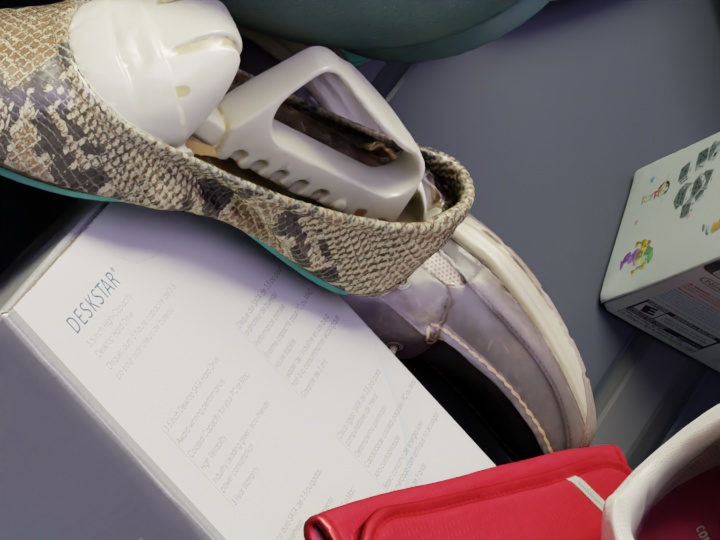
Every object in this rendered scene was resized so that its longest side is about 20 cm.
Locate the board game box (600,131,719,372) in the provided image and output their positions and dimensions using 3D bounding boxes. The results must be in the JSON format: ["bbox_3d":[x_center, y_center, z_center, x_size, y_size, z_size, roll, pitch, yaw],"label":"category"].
[{"bbox_3d":[0.203,-0.003,0.952,0.147,0.200,0.065,27,66,-20],"label":"board game box"}]

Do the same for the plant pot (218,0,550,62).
[{"bbox_3d":[0.006,-0.151,0.849,0.134,0.199,0.201,52,50,-55],"label":"plant pot"}]

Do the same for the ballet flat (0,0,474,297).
[{"bbox_3d":[-0.041,-0.048,0.807,0.199,0.075,0.068,22,44,-40],"label":"ballet flat"}]

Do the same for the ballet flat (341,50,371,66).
[{"bbox_3d":[0.046,-0.132,0.981,0.199,0.068,0.062,-20,56,-36],"label":"ballet flat"}]

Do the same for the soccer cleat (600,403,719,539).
[{"bbox_3d":[0.165,0.054,0.828,0.199,0.086,0.070,-31,67,7],"label":"soccer cleat"}]

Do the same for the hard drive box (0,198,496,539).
[{"bbox_3d":[-0.040,0.072,0.832,0.200,0.077,0.156,49,28,-8],"label":"hard drive box"}]

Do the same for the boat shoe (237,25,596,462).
[{"bbox_3d":[0.000,0.000,0.925,0.073,0.074,0.200,-41,91,-18],"label":"boat shoe"}]

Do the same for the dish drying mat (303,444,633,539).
[{"bbox_3d":[0.051,0.099,0.831,0.200,0.018,0.077,-5,71,-60],"label":"dish drying mat"}]
